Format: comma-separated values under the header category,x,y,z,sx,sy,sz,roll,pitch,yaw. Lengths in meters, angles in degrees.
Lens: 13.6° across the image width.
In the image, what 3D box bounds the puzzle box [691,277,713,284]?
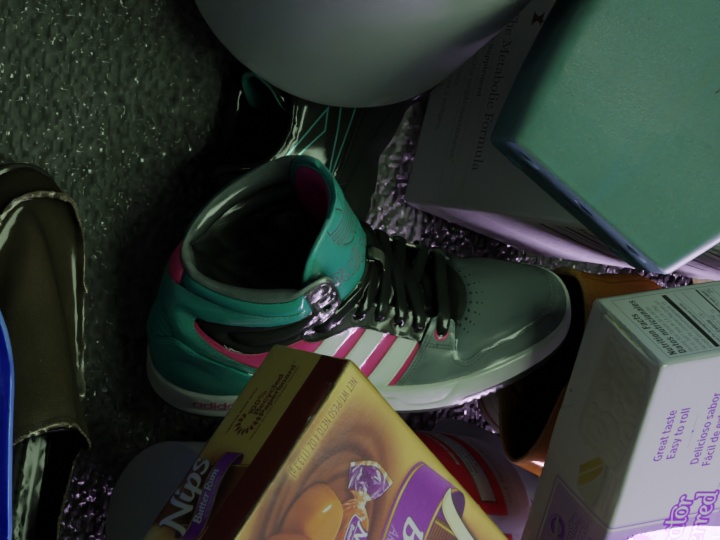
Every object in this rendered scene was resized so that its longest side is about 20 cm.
category,x,y,z,sx,sy,sz,roll,pitch,yaw
puzzle box,0.209,-0.005,1.654,0.133,0.025,0.201,-56,135,-59

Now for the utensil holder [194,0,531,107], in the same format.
category,x,y,z,sx,sy,sz,roll,pitch,yaw
utensil holder,0.023,-0.177,1.313,0.169,0.200,0.171,6,70,-17

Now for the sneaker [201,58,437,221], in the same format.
category,x,y,z,sx,sy,sz,roll,pitch,yaw
sneaker,-0.009,-0.098,1.421,0.079,0.075,0.201,40,68,-39

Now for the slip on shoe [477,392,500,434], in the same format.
category,x,y,z,sx,sy,sz,roll,pitch,yaw
slip on shoe,0.116,0.069,1.572,0.200,0.061,0.074,8,79,-53

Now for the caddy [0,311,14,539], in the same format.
category,x,y,z,sx,sy,sz,roll,pitch,yaw
caddy,-0.209,0.080,1.217,0.141,0.105,0.201,-6,100,-44

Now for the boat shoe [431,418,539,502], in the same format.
category,x,y,z,sx,sy,sz,roll,pitch,yaw
boat shoe,0.079,0.159,1.559,0.066,0.070,0.200,-56,138,-26

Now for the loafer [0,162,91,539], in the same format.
category,x,y,z,sx,sy,sz,roll,pitch,yaw
loafer,-0.143,0.055,1.307,0.073,0.071,0.201,-1,97,-46

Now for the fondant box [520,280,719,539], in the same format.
category,x,y,z,sx,sy,sz,roll,pitch,yaw
fondant box,0.183,0.075,1.408,0.199,0.058,0.145,-7,127,-32

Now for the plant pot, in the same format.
category,x,y,z,sx,sy,sz,roll,pitch,yaw
plant pot,0.155,-0.103,1.299,0.141,0.141,0.200,41,90,-4

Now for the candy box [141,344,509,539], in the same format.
category,x,y,z,sx,sy,sz,roll,pitch,yaw
candy box,0.002,0.139,1.322,0.117,0.056,0.200,-56,130,-20

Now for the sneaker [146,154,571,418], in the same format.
category,x,y,z,sx,sy,sz,roll,pitch,yaw
sneaker,0.000,0.000,1.360,0.199,0.084,0.121,-8,143,-7

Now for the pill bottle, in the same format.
category,x,y,z,sx,sy,sz,roll,pitch,yaw
pill bottle,-0.019,0.128,1.416,0.199,0.112,0.113,8,90,-46

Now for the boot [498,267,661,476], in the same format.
category,x,y,z,sx,sy,sz,roll,pitch,yaw
boot,0.114,0.101,1.468,0.144,0.071,0.202,8,89,-51

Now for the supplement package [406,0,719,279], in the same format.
category,x,y,z,sx,sy,sz,roll,pitch,yaw
supplement package,0.140,-0.064,1.476,0.109,0.199,0.114,20,82,-45
